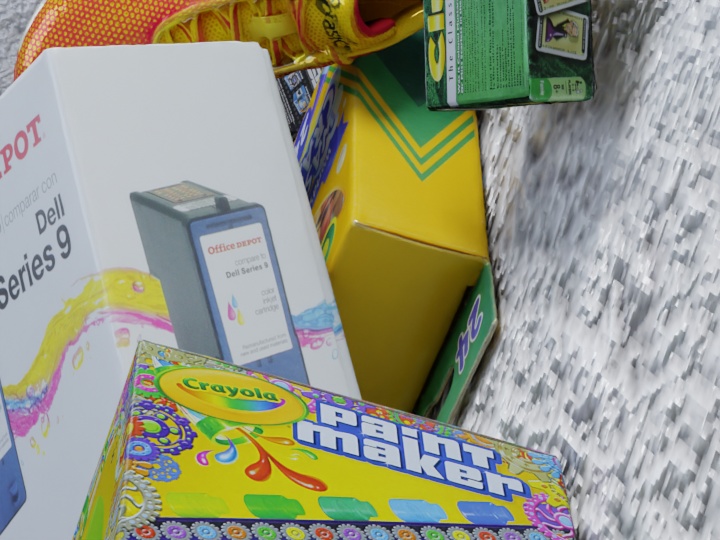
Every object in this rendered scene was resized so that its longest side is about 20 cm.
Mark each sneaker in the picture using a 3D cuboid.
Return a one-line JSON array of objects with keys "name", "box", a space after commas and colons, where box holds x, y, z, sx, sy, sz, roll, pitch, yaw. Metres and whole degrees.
[{"name": "sneaker", "box": [-0.032, -0.099, 0.749, 0.077, 0.199, 0.073, -101, -15, -61]}]

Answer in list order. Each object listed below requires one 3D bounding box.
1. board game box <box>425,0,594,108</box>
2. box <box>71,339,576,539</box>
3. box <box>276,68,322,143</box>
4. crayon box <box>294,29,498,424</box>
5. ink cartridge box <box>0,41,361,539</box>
[{"name": "board game box", "box": [0.039, -0.149, 0.634, 0.105, 0.023, 0.201, -169, 76, -74]}, {"name": "box", "box": [-0.030, 0.161, 0.520, 0.193, 0.122, 0.201, -94, 23, -63]}, {"name": "box", "box": [-0.067, -0.122, 0.943, 0.160, 0.044, 0.201, -40, 64, 43]}, {"name": "crayon box", "box": [0.000, 0.000, 0.772, 0.200, 0.051, 0.126, -92, 20, -55]}, {"name": "ink cartridge box", "box": [-0.075, 0.042, 0.712, 0.145, 0.087, 0.201, -31, 68, 52]}]
